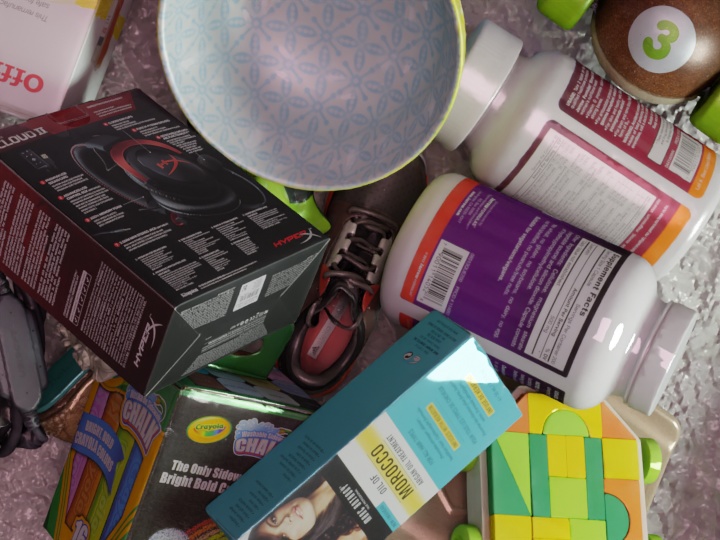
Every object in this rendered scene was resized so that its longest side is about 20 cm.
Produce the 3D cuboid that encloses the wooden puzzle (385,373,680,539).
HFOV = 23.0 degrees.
[{"bbox_3d":[0.115,0.146,1.253,0.185,0.046,0.200,35,63,-9],"label":"wooden puzzle"}]

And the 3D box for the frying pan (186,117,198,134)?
[{"bbox_3d":[-0.115,-0.199,1.221,0.115,0.031,0.190,27,89,33],"label":"frying pan"}]

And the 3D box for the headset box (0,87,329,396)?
[{"bbox_3d":[-0.145,-0.030,1.109,0.200,0.149,0.075,38,126,21],"label":"headset box"}]

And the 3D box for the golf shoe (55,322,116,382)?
[{"bbox_3d":[-0.171,-0.015,1.186,0.097,0.078,0.200,-13,50,-16],"label":"golf shoe"}]

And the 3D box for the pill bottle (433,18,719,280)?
[{"bbox_3d":[0.146,-0.085,1.237,0.200,0.110,0.110,32,89,-5],"label":"pill bottle"}]

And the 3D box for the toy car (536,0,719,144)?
[{"bbox_3d":[0.245,-0.214,1.181,0.164,0.200,0.158,36,58,-1],"label":"toy car"}]

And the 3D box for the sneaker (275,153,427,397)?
[{"bbox_3d":[0.000,0.000,1.240,0.077,0.082,0.200,20,90,-6],"label":"sneaker"}]

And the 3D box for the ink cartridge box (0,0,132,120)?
[{"bbox_3d":[-0.229,-0.208,1.199,0.145,0.083,0.200,21,90,6],"label":"ink cartridge box"}]

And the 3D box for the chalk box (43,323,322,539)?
[{"bbox_3d":[-0.108,0.115,1.181,0.125,0.124,0.200,16,99,-33],"label":"chalk box"}]

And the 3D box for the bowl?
[{"bbox_3d":[-0.021,-0.163,1.150,0.200,0.108,0.200,6,118,12],"label":"bowl"}]

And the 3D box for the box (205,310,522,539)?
[{"bbox_3d":[0.004,0.123,1.143,0.200,0.049,0.082,-41,123,-11],"label":"box"}]

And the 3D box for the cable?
[{"bbox_3d":[-0.267,0.029,1.191,0.051,0.163,0.200,-16,93,-40],"label":"cable"}]

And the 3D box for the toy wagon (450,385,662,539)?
[{"bbox_3d":[0.137,0.180,1.202,0.155,0.040,0.200,6,71,-21],"label":"toy wagon"}]

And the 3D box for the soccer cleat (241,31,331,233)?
[{"bbox_3d":[-0.056,-0.117,1.239,0.081,0.067,0.200,5,79,-28],"label":"soccer cleat"}]

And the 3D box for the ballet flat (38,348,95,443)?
[{"bbox_3d":[-0.147,0.046,1.246,0.200,0.071,0.065,-44,123,0],"label":"ballet flat"}]

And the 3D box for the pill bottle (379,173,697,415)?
[{"bbox_3d":[0.121,0.020,1.198,0.200,0.112,0.113,26,90,13],"label":"pill bottle"}]
